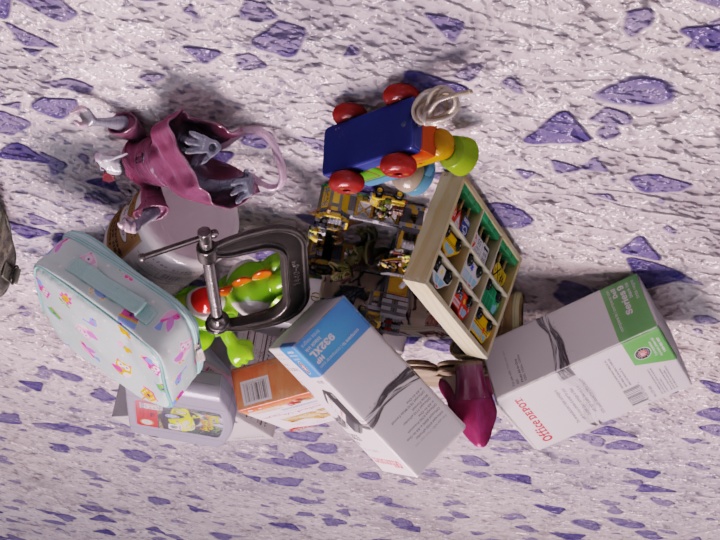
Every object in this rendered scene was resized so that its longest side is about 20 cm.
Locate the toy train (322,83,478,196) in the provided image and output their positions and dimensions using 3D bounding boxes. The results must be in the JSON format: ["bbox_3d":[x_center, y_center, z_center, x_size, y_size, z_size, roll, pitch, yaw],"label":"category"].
[{"bbox_3d":[0.067,-0.119,1.395,0.115,0.085,0.200,17,159,-41],"label":"toy train"}]

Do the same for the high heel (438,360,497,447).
[{"bbox_3d":[0.130,0.165,1.747,0.067,0.096,0.200,-4,168,-4],"label":"high heel"}]

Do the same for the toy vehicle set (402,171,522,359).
[{"bbox_3d":[0.110,-0.002,1.578,0.026,0.125,0.200,11,160,29],"label":"toy vehicle set"}]

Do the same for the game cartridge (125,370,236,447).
[{"bbox_3d":[-0.218,0.167,1.844,0.132,0.041,0.200,6,156,-3],"label":"game cartridge"}]

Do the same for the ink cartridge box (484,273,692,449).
[{"bbox_3d":[0.255,0.107,1.714,0.199,0.084,0.146,-25,141,13],"label":"ink cartridge box"}]

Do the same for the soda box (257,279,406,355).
[{"bbox_3d":[-0.042,0.056,1.853,0.199,0.068,0.064,14,159,-9],"label":"soda box"}]

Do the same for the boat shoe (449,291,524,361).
[{"bbox_3d":[0.153,0.074,1.811,0.063,0.074,0.201,7,165,-4],"label":"boat shoe"}]

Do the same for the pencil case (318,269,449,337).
[{"bbox_3d":[0.050,0.043,1.756,0.199,0.090,0.078,2,148,22],"label":"pencil case"}]

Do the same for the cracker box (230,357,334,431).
[{"bbox_3d":[-0.062,0.148,1.878,0.133,0.058,0.200,-16,164,14],"label":"cracker box"}]

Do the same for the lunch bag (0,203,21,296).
[{"bbox_3d":[-0.512,-0.033,1.765,0.199,0.140,0.168,9,157,6],"label":"lunch bag"}]

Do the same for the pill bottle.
[{"bbox_3d":[-0.221,-0.032,1.670,0.114,0.115,0.200,20,156,-21],"label":"pill bottle"}]

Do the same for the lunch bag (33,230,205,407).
[{"bbox_3d":[-0.257,0.052,1.627,0.200,0.077,0.161,32,150,17],"label":"lunch bag"}]

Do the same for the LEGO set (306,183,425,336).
[{"bbox_3d":[0.000,0.000,1.642,0.153,0.116,0.200,15,157,-10],"label":"LEGO set"}]

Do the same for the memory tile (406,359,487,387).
[{"bbox_3d":[0.108,0.127,1.865,0.199,0.017,0.153,0,168,18],"label":"memory tile"}]

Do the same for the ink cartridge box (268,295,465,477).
[{"bbox_3d":[0.005,0.130,1.673,0.200,0.084,0.145,47,166,-7],"label":"ink cartridge box"}]

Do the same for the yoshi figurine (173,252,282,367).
[{"bbox_3d":[-0.142,0.042,1.729,0.199,0.112,0.113,-26,107,25],"label":"yoshi figurine"}]

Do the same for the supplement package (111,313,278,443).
[{"bbox_3d":[-0.210,0.139,2.010,0.199,0.156,0.111,-8,151,36],"label":"supplement package"}]

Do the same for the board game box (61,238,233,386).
[{"bbox_3d":[-0.270,0.062,1.864,0.199,0.043,0.200,36,-175,-46],"label":"board game box"}]

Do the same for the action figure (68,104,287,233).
[{"bbox_3d":[-0.197,-0.120,1.524,0.149,0.135,0.200,-25,-161,-38],"label":"action figure"}]

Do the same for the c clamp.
[{"bbox_3d":[-0.135,0.010,1.599,0.170,0.027,0.200,-19,144,-6],"label":"c clamp"}]
